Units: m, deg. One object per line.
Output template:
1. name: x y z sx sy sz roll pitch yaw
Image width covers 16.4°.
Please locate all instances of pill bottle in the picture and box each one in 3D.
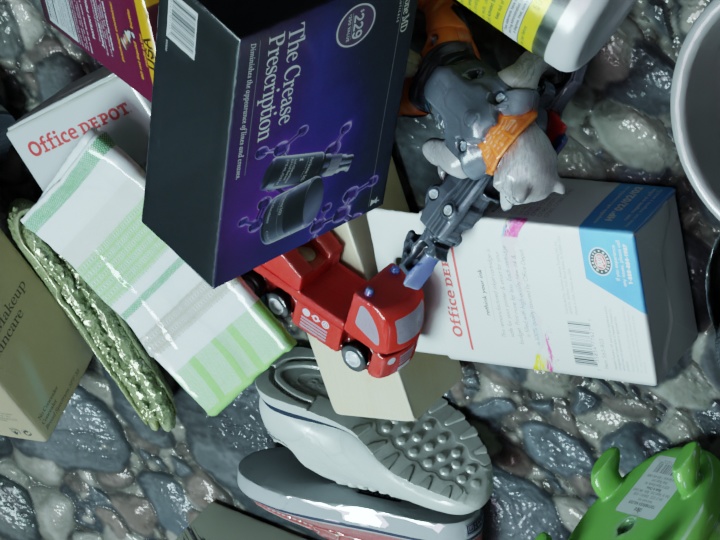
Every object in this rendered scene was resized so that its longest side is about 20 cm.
1. pill bottle: 0.076 -0.216 1.484 0.200 0.112 0.113 36 135 9

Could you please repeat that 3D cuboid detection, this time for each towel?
1. towel: -0.143 0.005 1.717 0.200 0.031 0.149 48 149 0
2. towel: -0.199 0.031 1.865 0.200 0.036 0.148 56 174 -10

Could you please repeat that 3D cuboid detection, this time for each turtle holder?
1. turtle holder: 0.201 0.212 1.652 0.141 0.186 0.132 -27 117 42

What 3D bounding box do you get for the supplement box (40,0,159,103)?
1. supplement box: -0.126 -0.185 1.596 0.200 0.110 0.086 38 144 53

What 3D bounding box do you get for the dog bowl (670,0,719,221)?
1. dog bowl: 0.269 -0.094 1.432 0.200 0.059 0.200 9 108 29

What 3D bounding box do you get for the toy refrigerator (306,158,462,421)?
1. toy refrigerator: 0.000 0.000 1.726 0.076 0.070 0.200 2 120 41

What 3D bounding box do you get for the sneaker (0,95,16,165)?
1. sneaker: -0.325 -0.088 1.910 0.082 0.070 0.200 56 136 16

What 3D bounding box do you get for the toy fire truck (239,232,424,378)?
1. toy fire truck: -0.037 -0.032 1.644 0.200 0.049 0.141 34 138 19

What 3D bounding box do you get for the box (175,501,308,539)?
1. box: -0.050 0.258 1.943 0.200 0.068 0.082 17 129 25

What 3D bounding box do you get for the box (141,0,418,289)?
1. box: -0.048 -0.105 1.488 0.079 0.141 0.200 41 143 28

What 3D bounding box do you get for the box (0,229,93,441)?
1. box: -0.293 0.035 1.895 0.078 0.095 0.200 8 149 31

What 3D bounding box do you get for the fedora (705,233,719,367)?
1. fedora: 0.291 0.044 1.526 0.200 0.092 0.201 19 130 24

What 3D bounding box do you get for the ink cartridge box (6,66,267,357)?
1. ink cartridge box: -0.137 -0.056 1.772 0.144 0.085 0.200 -20 108 43

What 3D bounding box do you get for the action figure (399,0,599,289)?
1. action figure: 0.045 -0.090 1.569 0.193 0.105 0.200 37 105 31

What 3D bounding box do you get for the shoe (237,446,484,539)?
1. shoe: -0.001 0.197 1.862 0.200 0.071 0.091 11 121 24

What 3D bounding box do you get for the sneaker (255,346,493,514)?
1. sneaker: 0.012 0.128 1.811 0.200 0.076 0.081 28 139 28

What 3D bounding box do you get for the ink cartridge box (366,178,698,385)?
1. ink cartridge box: 0.112 0.001 1.643 0.200 0.068 0.115 7 122 32
